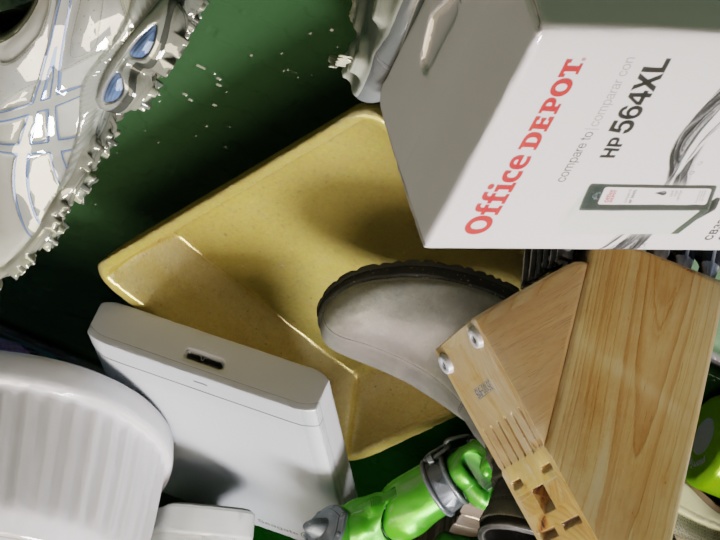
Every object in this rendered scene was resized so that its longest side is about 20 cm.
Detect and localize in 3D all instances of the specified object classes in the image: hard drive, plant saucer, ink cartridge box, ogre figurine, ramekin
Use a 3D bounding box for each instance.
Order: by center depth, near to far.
[{"bbox_3d":[0.126,-0.081,0.917,0.198,0.085,0.146,-1,144,-22],"label":"ink cartridge box"},{"bbox_3d":[0.000,0.000,1.107,0.199,0.049,0.200,-28,128,34],"label":"plant saucer"},{"bbox_3d":[-0.202,0.129,1.158,0.200,0.095,0.203,1,149,0],"label":"ramekin"},{"bbox_3d":[0.031,0.176,1.178,0.119,0.099,0.200,-8,149,-4],"label":"ogre figurine"},{"bbox_3d":[-0.070,0.091,1.183,0.131,0.027,0.200,18,155,15],"label":"hard drive"}]

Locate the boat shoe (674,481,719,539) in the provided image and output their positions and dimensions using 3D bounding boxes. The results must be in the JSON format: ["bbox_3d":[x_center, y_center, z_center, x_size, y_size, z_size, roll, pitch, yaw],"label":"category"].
[{"bbox_3d":[0.199,0.170,1.227,0.199,0.065,0.072,32,164,-22],"label":"boat shoe"}]

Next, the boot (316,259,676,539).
[{"bbox_3d":[0.070,0.077,1.044,0.198,0.131,0.068,17,139,-8],"label":"boot"}]

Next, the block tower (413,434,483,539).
[{"bbox_3d":[0.074,0.143,1.249,0.057,0.054,0.201,16,138,-6],"label":"block tower"}]

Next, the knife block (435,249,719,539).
[{"bbox_3d":[0.135,0.034,1.007,0.175,0.201,0.064,-26,173,-20],"label":"knife block"}]

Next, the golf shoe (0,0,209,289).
[{"bbox_3d":[-0.156,-0.082,1.023,0.097,0.078,0.200,30,118,-11],"label":"golf shoe"}]

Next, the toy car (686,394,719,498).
[{"bbox_3d":[0.267,0.155,1.113,0.163,0.201,0.158,22,138,-15],"label":"toy car"}]

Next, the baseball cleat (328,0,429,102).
[{"bbox_3d":[0.058,-0.136,0.928,0.106,0.070,0.200,12,143,-12],"label":"baseball cleat"}]

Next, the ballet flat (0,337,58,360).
[{"bbox_3d":[-0.260,0.051,1.197,0.199,0.072,0.069,23,138,-15],"label":"ballet flat"}]

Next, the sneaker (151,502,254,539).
[{"bbox_3d":[-0.108,0.183,1.256,0.072,0.085,0.200,5,170,-11],"label":"sneaker"}]
